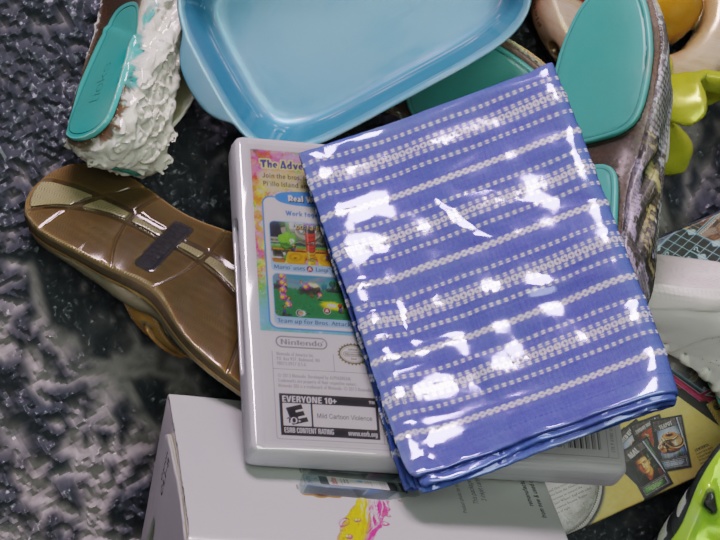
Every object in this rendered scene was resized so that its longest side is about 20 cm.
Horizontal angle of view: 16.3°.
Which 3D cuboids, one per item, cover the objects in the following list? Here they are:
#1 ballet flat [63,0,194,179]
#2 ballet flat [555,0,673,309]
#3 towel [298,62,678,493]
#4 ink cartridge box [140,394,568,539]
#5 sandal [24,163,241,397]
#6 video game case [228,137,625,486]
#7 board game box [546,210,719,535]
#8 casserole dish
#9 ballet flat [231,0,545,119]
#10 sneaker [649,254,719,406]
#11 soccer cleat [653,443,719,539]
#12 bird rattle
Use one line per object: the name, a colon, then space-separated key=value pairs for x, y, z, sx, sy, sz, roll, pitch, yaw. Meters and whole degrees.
ballet flat: x=-0.110 y=-0.140 z=1.381 sx=0.072 sy=0.072 sz=0.200 roll=18 pitch=72 yaw=-9
ballet flat: x=0.132 y=-0.053 z=1.329 sx=0.072 sy=0.072 sz=0.200 roll=14 pitch=67 yaw=-10
towel: x=0.061 y=0.002 z=1.262 sx=0.145 sy=0.024 sz=0.200 roll=-20 pitch=66 yaw=3
ink cartridge box: x=-0.011 y=0.166 z=1.293 sx=0.200 sy=0.145 sz=0.145 roll=6 pitch=116 yaw=-11
sandal: x=-0.097 y=0.013 z=1.350 sx=0.200 sy=0.054 sz=0.080 roll=32 pitch=53 yaw=20
video game case: x=0.033 y=0.021 z=1.306 sx=0.200 sy=0.024 sz=0.182 roll=5 pitch=60 yaw=-16
board game box: x=0.153 y=0.059 z=1.424 sx=0.200 sy=0.035 sz=0.136 roll=-22 pitch=88 yaw=-14
casserole dish: x=-0.002 y=-0.145 z=1.340 sx=0.200 sy=0.039 sz=0.121 roll=-29 pitch=94 yaw=7
ballet flat: x=0.026 y=-0.115 z=1.394 sx=0.200 sy=0.071 sz=0.071 roll=17 pitch=79 yaw=2
sneaker: x=0.204 y=0.044 z=1.389 sx=0.200 sy=0.075 sz=0.089 roll=9 pitch=106 yaw=-5
soccer cleat: x=0.195 y=0.144 z=1.385 sx=0.068 sy=0.081 sz=0.200 roll=39 pitch=91 yaw=-2
bird rattle: x=0.140 y=-0.150 z=1.438 sx=0.163 sy=0.113 sz=0.200 roll=-33 pitch=77 yaw=-26
